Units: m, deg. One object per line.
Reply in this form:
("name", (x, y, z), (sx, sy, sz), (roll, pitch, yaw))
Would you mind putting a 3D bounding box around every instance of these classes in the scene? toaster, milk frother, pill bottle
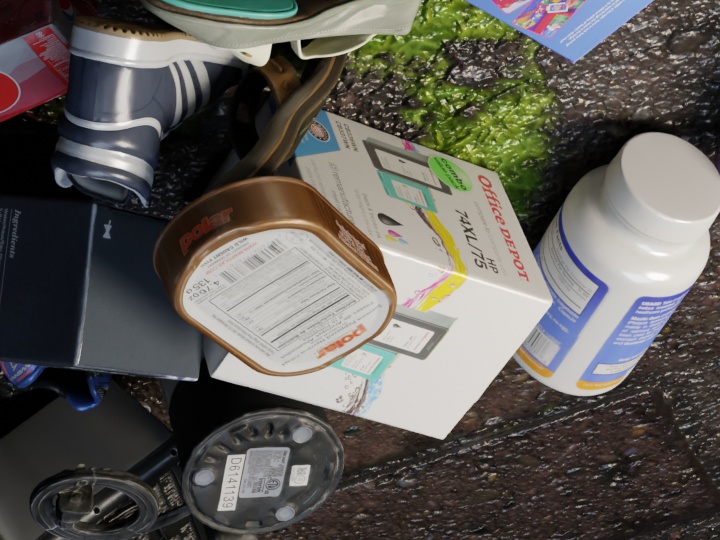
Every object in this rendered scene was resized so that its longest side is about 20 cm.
("toaster", (-0.223, 0.208, 1.795), (0.200, 0.119, 0.181), (-37, 146, -16))
("milk frother", (-0.138, 0.099, 1.619), (0.199, 0.188, 0.181), (15, 121, -27))
("pill bottle", (0.187, -0.007, 1.639), (0.111, 0.113, 0.200), (7, 141, -19))

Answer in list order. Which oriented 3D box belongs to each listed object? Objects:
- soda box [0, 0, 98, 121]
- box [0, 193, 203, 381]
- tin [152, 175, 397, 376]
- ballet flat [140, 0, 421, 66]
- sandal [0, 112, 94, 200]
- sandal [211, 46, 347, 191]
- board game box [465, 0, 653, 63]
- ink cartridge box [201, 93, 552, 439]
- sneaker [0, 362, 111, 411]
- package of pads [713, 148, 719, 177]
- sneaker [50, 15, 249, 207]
("soda box", (-0.264, -0.127, 1.423), (0.199, 0.070, 0.063), (-21, 141, 16))
("box", (-0.220, 0.009, 1.487), (0.199, 0.108, 0.148), (4, 176, 29))
("tin", (-0.050, 0.008, 1.392), (0.112, 0.042, 0.200), (-28, 149, 14))
("ballet flat", (-0.047, -0.156, 1.388), (0.199, 0.067, 0.064), (-11, 133, -31))
("sandal", (-0.259, -0.085, 1.513), (0.199, 0.045, 0.075), (4, 139, 8))
("sandal", (-0.061, -0.097, 1.424), (0.054, 0.200, 0.082), (34, 133, -2))
("board game box", (0.155, -0.225, 1.395), (0.134, 0.045, 0.200), (24, 133, -36))
("ink cartridge box", (0.000, 0.000, 1.563), (0.199, 0.147, 0.146), (17, 124, -31))
("sneaker", (-0.253, 0.043, 1.647), (0.199, 0.079, 0.075), (25, 132, -37))
("package of pads", (0.329, -0.118, 1.539), (0.120, 0.076, 0.200), (-5, 145, -18))
("sneaker", (-0.132, -0.098, 1.397), (0.070, 0.109, 0.200), (13, -173, 18))
